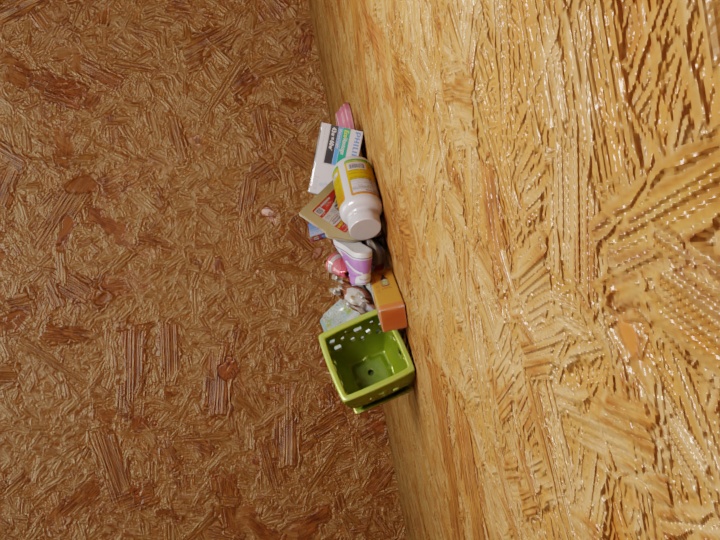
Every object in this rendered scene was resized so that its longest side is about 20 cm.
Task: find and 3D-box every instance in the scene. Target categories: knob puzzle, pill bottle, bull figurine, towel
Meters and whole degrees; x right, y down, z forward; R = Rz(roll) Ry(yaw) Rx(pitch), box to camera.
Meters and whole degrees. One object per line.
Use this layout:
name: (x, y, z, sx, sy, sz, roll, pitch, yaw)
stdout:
knob puzzle: (-0.034, -0.142, 1.615, 0.031, 0.216, 0.222, 108, 155, -52)
pill bottle: (-0.005, -0.183, 1.562, 0.112, 0.109, 0.202, 83, 175, -57)
bull figurine: (-0.023, 0.070, 1.702, 0.199, 0.066, 0.121, 28, 180, 44)
towel: (-0.027, 0.145, 1.759, 0.048, 0.171, 0.201, 46, -171, -35)

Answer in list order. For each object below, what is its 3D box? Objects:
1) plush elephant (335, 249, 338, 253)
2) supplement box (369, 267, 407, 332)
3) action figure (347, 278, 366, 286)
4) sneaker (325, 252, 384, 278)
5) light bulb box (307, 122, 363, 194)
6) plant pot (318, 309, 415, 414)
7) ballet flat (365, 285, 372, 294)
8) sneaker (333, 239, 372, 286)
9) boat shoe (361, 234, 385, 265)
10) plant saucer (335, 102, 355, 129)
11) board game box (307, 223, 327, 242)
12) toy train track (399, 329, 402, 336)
plush elephant: (-0.035, -0.112, 1.925, 0.156, 0.164, 0.200, 55, -154, -9)
supplement box: (0.066, 0.069, 1.533, 0.201, 0.066, 0.070, -104, 2, -59)
action figure: (0.017, 0.003, 1.880, 0.200, 0.065, 0.100, 30, -139, -61)
sneaker: (0.000, 0.000, 1.697, 0.087, 0.198, 0.075, 38, 119, 43)
light bulb box: (-0.074, -0.309, 1.777, 0.200, 0.123, 0.201, -123, 45, -83)
plant pot: (0.025, 0.245, 1.584, 0.182, 0.197, 0.202, 72, 175, -59)
ballet flat: (0.043, 0.048, 1.731, 0.200, 0.071, 0.073, 127, 132, -86)
sneaker: (-0.024, -0.023, 1.597, 0.201, 0.072, 0.116, -127, 32, -63)
boat shoe: (0.032, -0.074, 1.647, 0.200, 0.072, 0.076, -131, 35, -57)
plant saucer: (-0.046, -0.449, 2.032, 0.201, 0.050, 0.204, 170, 90, -88)
board game box: (-0.046, -0.131, 1.682, 0.103, 0.197, 0.020, -106, -1, -63)
toy train track: (0.083, 0.122, 1.710, 0.201, 0.032, 0.116, -103, 3, -59)
